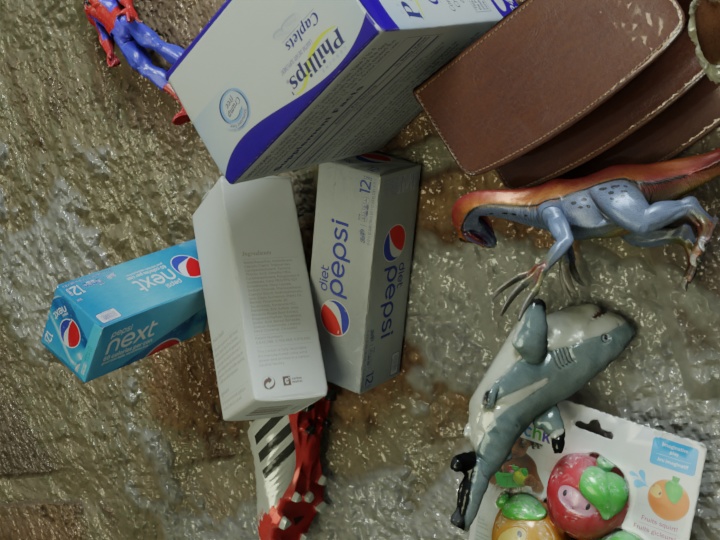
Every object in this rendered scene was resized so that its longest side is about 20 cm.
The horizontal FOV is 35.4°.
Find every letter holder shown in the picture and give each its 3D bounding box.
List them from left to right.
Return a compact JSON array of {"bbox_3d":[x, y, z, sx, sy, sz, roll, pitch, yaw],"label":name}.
[{"bbox_3d":[0.164,-0.129,0.803,0.200,0.100,0.143,-34,84,38],"label":"letter holder"}]

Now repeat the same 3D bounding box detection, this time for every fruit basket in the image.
[{"bbox_3d":[0.166,0.207,0.896,0.185,0.094,0.201,16,110,33],"label":"fruit basket"}]

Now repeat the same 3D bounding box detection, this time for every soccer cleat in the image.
[{"bbox_3d":[-0.076,0.183,1.098,0.085,0.068,0.201,24,114,39],"label":"soccer cleat"}]

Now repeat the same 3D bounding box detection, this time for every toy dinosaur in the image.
[{"bbox_3d":[0.164,-0.044,0.828,0.181,0.105,0.201,25,86,16],"label":"toy dinosaur"}]

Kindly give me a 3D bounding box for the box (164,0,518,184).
[{"bbox_3d":[-0.011,-0.170,0.854,0.184,0.200,0.105,-40,78,37],"label":"box"}]

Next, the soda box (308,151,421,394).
[{"bbox_3d":[0.000,0.000,0.984,0.068,0.063,0.201,19,114,33],"label":"soda box"}]

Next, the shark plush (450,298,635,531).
[{"bbox_3d":[0.128,0.107,0.863,0.083,0.200,0.091,31,163,6],"label":"shark plush"}]

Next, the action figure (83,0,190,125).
[{"bbox_3d":[-0.224,-0.228,1.096,0.200,0.052,0.066,47,129,19],"label":"action figure"}]

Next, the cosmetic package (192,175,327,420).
[{"bbox_3d":[-0.092,0.025,1.003,0.102,0.074,0.201,144,120,-61],"label":"cosmetic package"}]

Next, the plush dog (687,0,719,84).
[{"bbox_3d":[0.326,-0.155,0.671,0.172,0.160,0.200,52,145,-9],"label":"plush dog"}]

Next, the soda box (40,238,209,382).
[{"bbox_3d":[-0.194,0.031,1.050,0.064,0.200,0.068,38,123,21],"label":"soda box"}]
